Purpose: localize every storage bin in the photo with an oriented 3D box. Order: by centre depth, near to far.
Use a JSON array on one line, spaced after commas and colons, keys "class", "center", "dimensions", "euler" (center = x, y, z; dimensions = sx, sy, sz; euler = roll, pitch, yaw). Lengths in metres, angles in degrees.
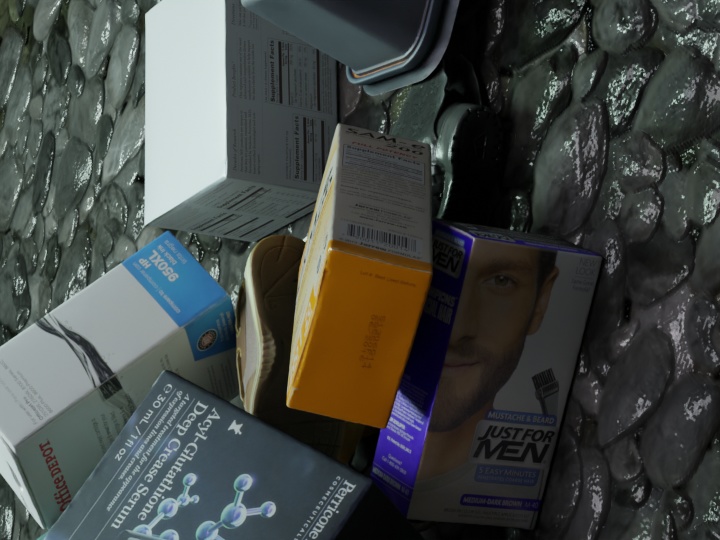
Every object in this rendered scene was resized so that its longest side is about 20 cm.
[{"class": "storage bin", "center": [-0.006, -0.254, 1.708], "dimensions": [0.145, 0.134, 0.200], "euler": [-11, 60, 59]}]

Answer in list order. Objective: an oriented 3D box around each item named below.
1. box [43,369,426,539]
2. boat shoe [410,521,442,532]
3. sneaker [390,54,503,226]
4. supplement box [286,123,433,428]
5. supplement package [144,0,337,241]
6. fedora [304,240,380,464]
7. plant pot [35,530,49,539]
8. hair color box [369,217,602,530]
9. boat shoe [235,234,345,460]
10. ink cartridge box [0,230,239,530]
[{"class": "box", "center": [-0.085, 0.184, 1.510], "dimensions": [0.200, 0.107, 0.149], "euler": [24, 72, 34]}, {"class": "boat shoe", "center": [0.052, 0.089, 1.605], "dimensions": [0.060, 0.072, 0.200], "euler": [-43, -39, -81]}, {"class": "sneaker", "center": [0.054, -0.065, 1.674], "dimensions": [0.104, 0.060, 0.200], "euler": [23, 99, 60]}, {"class": "supplement box", "center": [0.000, 0.000, 1.531], "dimensions": [0.200, 0.073, 0.126], "euler": [-87, 12, -63]}, {"class": "supplement package", "center": [-0.104, -0.144, 1.912], "dimensions": [0.156, 0.111, 0.200], "euler": [-25, 61, 55]}, {"class": "fedora", "center": [-0.017, 0.075, 1.733], "dimensions": [0.201, 0.082, 0.201], "euler": [-22, 64, 57]}, {"class": "plant pot", "center": [-0.166, 0.252, 1.723], "dimensions": [0.141, 0.200, 0.141], "euler": [81, 169, -58]}, {"class": "hair color box", "center": [0.084, 0.072, 1.533], "dimensions": [0.065, 0.109, 0.200], "euler": [26, 106, 59]}, {"class": "boat shoe", "center": [-0.055, 0.077, 1.655], "dimensions": [0.066, 0.074, 0.200], "euler": [139, 131, -70]}, {"class": "ink cartridge box", "center": [-0.192, 0.085, 1.695], "dimensions": [0.084, 0.200, 0.145], "euler": [46, 161, 26]}]
